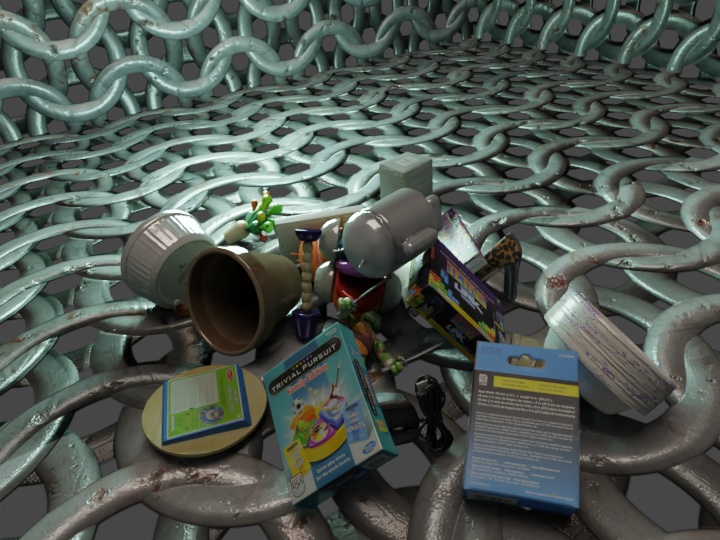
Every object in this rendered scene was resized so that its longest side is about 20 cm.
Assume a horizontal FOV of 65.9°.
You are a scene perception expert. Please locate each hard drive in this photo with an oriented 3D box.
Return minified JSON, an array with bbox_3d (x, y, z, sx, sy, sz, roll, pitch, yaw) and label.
[{"bbox_3d":[-0.088,-0.077,1.256,0.196,0.133,0.027,-10,48,-7],"label":"hard drive"}]

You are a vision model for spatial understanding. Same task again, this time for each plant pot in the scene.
[{"bbox_3d":[-0.204,0.039,1.061,0.197,0.204,0.174,15,20,29],"label":"plant pot"}]

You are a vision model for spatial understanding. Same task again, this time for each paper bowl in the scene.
[{"bbox_3d":[0.359,0.132,0.836,0.200,0.105,0.201,38,14,-11],"label":"paper bowl"}]

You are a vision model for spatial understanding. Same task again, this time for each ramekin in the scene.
[{"bbox_3d":[-0.384,-0.015,1.151,0.093,0.205,0.201,31,46,27],"label":"ramekin"}]

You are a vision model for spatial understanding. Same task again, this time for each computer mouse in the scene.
[{"bbox_3d":[0.028,0.215,0.803,0.196,0.141,0.053,-3,31,23],"label":"computer mouse"}]

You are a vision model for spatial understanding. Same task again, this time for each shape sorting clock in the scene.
[{"bbox_3d":[-0.249,0.222,0.898,0.196,0.040,0.201,-4,31,2],"label":"shape sorting clock"}]

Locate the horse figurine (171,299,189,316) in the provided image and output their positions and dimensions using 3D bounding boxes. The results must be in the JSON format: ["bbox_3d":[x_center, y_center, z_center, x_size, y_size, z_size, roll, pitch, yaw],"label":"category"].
[{"bbox_3d":[-0.289,0.030,1.151,0.198,0.134,0.050,-23,58,-38],"label":"horse figurine"}]

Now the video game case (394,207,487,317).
[{"bbox_3d":[0.151,-0.022,1.139,0.180,0.036,0.201,-39,29,14],"label":"video game case"}]

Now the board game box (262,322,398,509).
[{"bbox_3d":[-0.050,0.199,0.777,0.150,0.047,0.202,-36,50,15],"label":"board game box"}]

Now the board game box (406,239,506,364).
[{"bbox_3d":[0.170,0.055,0.966,0.056,0.199,0.166,-38,20,29],"label":"board game box"}]

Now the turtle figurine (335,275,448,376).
[{"bbox_3d":[0.005,0.120,0.911,0.197,0.145,0.195,-2,37,40],"label":"turtle figurine"}]

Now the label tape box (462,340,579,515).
[{"bbox_3d":[0.219,0.208,0.753,0.141,0.064,0.203,5,61,15],"label":"label tape box"}]

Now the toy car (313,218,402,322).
[{"bbox_3d":[0.000,0.000,1.046,0.171,0.204,0.150,8,17,-1],"label":"toy car"}]

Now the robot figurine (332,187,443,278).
[{"bbox_3d":[0.051,-0.062,0.921,0.198,0.115,0.168,-30,28,-28],"label":"robot figurine"}]

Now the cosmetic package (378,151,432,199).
[{"bbox_3d":[0.109,-0.158,1.292,0.089,0.203,0.106,25,40,37],"label":"cosmetic package"}]

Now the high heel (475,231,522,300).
[{"bbox_3d":[0.230,-0.031,1.125,0.197,0.145,0.071,16,37,30],"label":"high heel"}]

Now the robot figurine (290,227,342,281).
[{"bbox_3d":[-0.048,-0.034,1.201,0.196,0.118,0.145,-4,35,1],"label":"robot figurine"}]

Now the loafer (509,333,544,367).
[{"bbox_3d":[0.268,0.168,0.873,0.067,0.077,0.201,-2,31,17],"label":"loafer"}]

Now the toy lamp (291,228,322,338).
[{"bbox_3d":[-0.100,0.025,1.038,0.057,0.204,0.058,4,8,-1],"label":"toy lamp"}]

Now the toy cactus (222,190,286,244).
[{"bbox_3d":[-0.266,-0.116,1.405,0.163,0.103,0.201,-30,38,-3],"label":"toy cactus"}]
